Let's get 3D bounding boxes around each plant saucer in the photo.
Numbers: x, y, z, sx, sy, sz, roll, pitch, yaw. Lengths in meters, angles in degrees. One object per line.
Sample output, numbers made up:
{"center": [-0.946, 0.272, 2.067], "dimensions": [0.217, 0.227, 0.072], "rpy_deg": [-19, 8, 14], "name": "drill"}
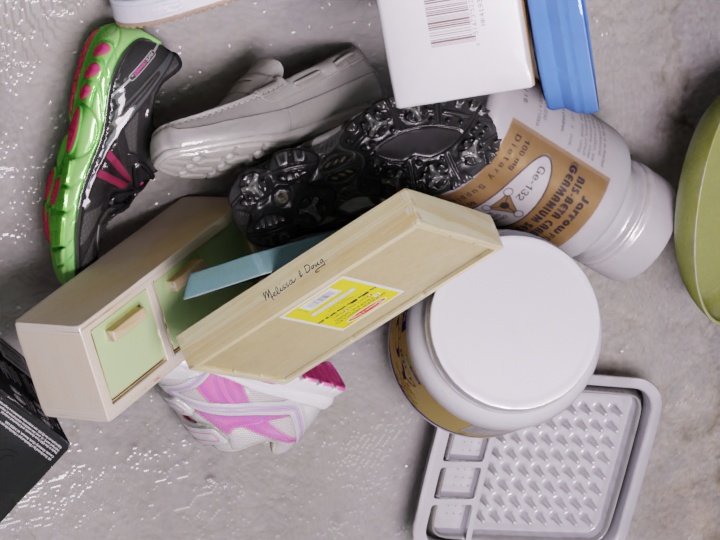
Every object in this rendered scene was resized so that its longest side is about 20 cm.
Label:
{"center": [-0.048, -0.010, 1.584], "dimensions": [0.069, 0.200, 0.019], "rpy_deg": [-18, 91, 29], "name": "plant saucer"}
{"center": [0.289, -0.059, 1.760], "dimensions": [0.200, 0.031, 0.202], "rpy_deg": [-30, 126, -53], "name": "plant saucer"}

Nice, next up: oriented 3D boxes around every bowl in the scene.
{"center": [0.137, -0.210, 1.600], "dimensions": [0.039, 0.201, 0.202], "rpy_deg": [-9, 117, 7], "name": "bowl"}

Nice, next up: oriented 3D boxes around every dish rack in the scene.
{"center": [0.139, 0.154, 1.841], "dimensions": [0.198, 0.044, 0.173], "rpy_deg": [5, 109, -22], "name": "dish rack"}

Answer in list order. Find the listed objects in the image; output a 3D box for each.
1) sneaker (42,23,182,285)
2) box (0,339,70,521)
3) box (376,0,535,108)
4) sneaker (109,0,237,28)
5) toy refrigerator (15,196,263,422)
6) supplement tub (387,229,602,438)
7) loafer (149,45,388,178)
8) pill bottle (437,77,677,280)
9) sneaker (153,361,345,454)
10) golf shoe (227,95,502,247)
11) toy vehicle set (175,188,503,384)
{"center": [-0.175, -0.073, 1.606], "dimensions": [0.083, 0.077, 0.202], "rpy_deg": [11, 109, -20], "name": "sneaker"}
{"center": [-0.328, 0.133, 1.594], "dimensions": [0.200, 0.149, 0.124], "rpy_deg": [-47, 121, 3], "name": "box"}
{"center": [0.061, -0.213, 1.552], "dimensions": [0.096, 0.200, 0.125], "rpy_deg": [-9, 117, 5], "name": "box"}
{"center": [-0.090, -0.249, 1.565], "dimensions": [0.198, 0.070, 0.109], "rpy_deg": [-20, 117, -11], "name": "sneaker"}
{"center": [-0.148, 0.024, 1.597], "dimensions": [0.200, 0.069, 0.077], "rpy_deg": [-40, 123, -46], "name": "toy refrigerator"}
{"center": [0.099, 0.048, 1.669], "dimensions": [0.144, 0.200, 0.147], "rpy_deg": [1, 83, -5], "name": "supplement tub"}
{"center": [-0.069, -0.115, 1.616], "dimensions": [0.199, 0.070, 0.070], "rpy_deg": [-16, 79, -37], "name": "loafer"}
{"center": [0.140, -0.073, 1.702], "dimensions": [0.199, 0.114, 0.115], "rpy_deg": [29, 100, -29], "name": "pill bottle"}
{"center": [-0.113, 0.091, 1.697], "dimensions": [0.198, 0.081, 0.089], "rpy_deg": [18, 108, -21], "name": "sneaker"}
{"center": [0.001, -0.075, 1.608], "dimensions": [0.198, 0.094, 0.078], "rpy_deg": [-16, 89, -3], "name": "golf shoe"}
{"center": [-0.013, 0.015, 1.531], "dimensions": [0.199, 0.027, 0.124], "rpy_deg": [-32, 158, 22], "name": "toy vehicle set"}
